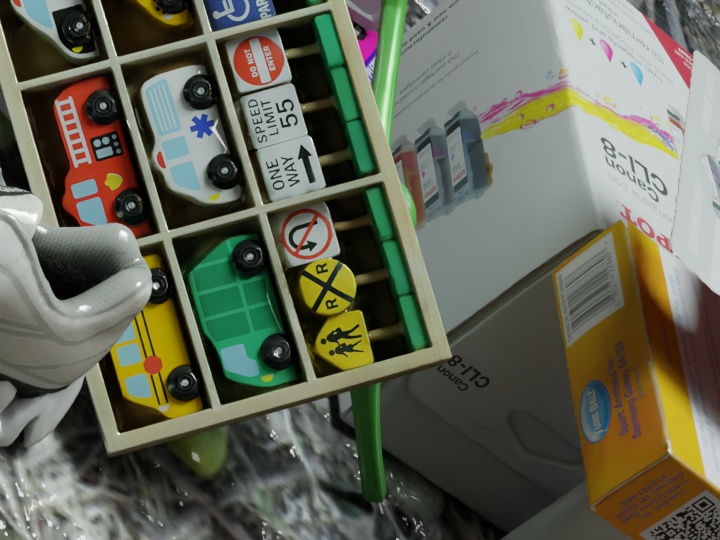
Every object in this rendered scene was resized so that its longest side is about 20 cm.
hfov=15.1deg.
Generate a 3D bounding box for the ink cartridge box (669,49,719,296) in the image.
[{"bbox_3d":[0.172,0.032,0.966,0.200,0.057,0.163,37,28,-11],"label":"ink cartridge box"}]

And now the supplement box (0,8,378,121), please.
[{"bbox_3d":[-0.097,-0.112,1.042,0.200,0.103,0.101,47,27,-7],"label":"supplement box"}]

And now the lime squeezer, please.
[{"bbox_3d":[0.000,0.000,1.007,0.038,0.200,0.071,0,14,-7],"label":"lime squeezer"}]

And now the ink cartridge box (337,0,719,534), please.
[{"bbox_3d":[0.082,-0.008,1.151,0.145,0.145,0.200,35,31,-32],"label":"ink cartridge box"}]

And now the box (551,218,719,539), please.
[{"bbox_3d":[0.151,0.080,0.957,0.200,0.041,0.119,39,28,-31],"label":"box"}]

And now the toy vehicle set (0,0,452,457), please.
[{"bbox_3d":[-0.056,-0.046,0.951,0.027,0.124,0.200,119,-46,-80],"label":"toy vehicle set"}]

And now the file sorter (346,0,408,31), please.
[{"bbox_3d":[-0.026,-0.217,1.019,0.200,0.139,0.125,32,30,-35],"label":"file sorter"}]

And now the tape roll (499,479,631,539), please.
[{"bbox_3d":[0.140,0.164,1.035,0.203,0.139,0.203,38,30,-27],"label":"tape roll"}]

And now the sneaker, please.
[{"bbox_3d":[-0.151,-0.009,0.846,0.200,0.081,0.075,21,41,-44],"label":"sneaker"}]
